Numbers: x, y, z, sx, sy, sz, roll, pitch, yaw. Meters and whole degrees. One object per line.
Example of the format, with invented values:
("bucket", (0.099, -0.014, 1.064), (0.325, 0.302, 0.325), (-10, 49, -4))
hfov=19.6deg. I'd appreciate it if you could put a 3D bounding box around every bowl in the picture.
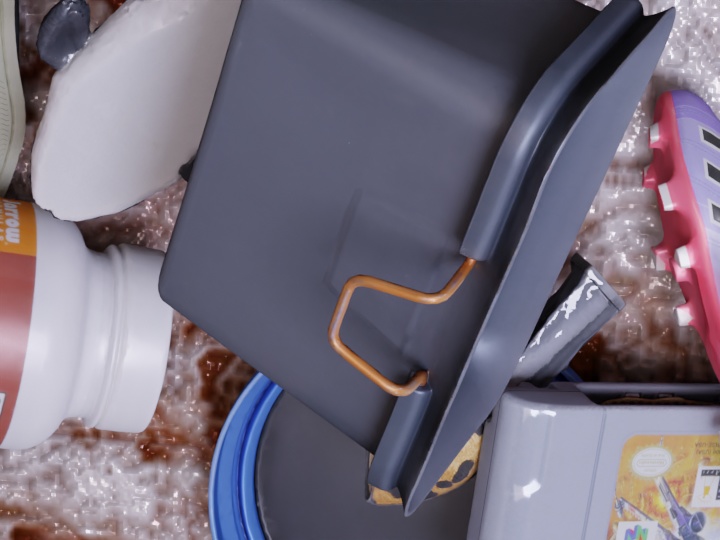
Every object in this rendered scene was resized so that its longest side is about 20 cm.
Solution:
("bowl", (0.029, 0.109, 0.978), (0.198, 0.039, 0.203), (2, 106, 8))

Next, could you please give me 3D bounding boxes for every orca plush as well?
("orca plush", (-0.075, -0.109, 0.871), (0.104, 0.071, 0.201), (20, 123, -8))

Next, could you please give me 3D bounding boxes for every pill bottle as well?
("pill bottle", (-0.189, 0.019, 0.928), (0.198, 0.112, 0.113), (8, 108, -18))

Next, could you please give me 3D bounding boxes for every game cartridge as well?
("game cartridge", (0.143, 0.116, 0.919), (0.198, 0.042, 0.135), (1, 104, -20))

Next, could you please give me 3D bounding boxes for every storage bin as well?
("storage bin", (0.007, -0.027, 0.778), (0.134, 0.146, 0.201), (29, 127, 12))

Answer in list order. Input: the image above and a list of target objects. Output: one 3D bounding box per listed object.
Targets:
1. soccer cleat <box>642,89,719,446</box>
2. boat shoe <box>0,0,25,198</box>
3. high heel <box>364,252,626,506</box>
("soccer cleat", (0.173, 0.010, 0.881), (0.076, 0.067, 0.202), (-12, 62, -2))
("boat shoe", (-0.188, -0.098, 0.950), (0.071, 0.068, 0.202), (3, 121, -15))
("high heel", (0.000, 0.000, 0.895), (0.200, 0.071, 0.143), (44, 93, -8))
